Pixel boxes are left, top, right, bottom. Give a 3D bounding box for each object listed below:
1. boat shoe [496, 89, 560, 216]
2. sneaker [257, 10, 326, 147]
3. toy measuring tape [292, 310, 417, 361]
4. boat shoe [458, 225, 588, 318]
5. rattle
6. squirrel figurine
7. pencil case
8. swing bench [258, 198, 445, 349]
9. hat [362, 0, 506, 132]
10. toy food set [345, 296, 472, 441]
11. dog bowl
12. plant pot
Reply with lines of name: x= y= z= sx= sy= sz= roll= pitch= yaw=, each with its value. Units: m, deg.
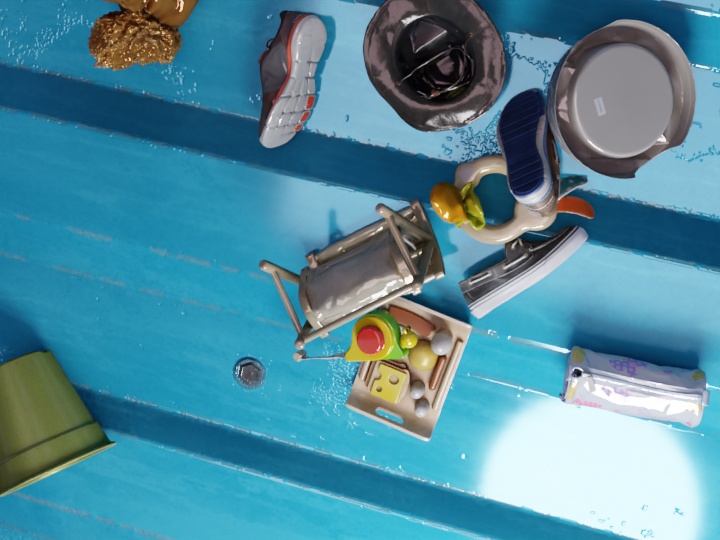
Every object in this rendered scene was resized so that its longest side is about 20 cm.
boat shoe: x=0.228 y=-0.154 z=1.253 sx=0.072 sy=0.201 sz=0.072 roll=-18 pitch=137 yaw=29
sneaker: x=-0.112 y=-0.278 z=1.353 sx=0.082 sy=0.077 sz=0.201 roll=32 pitch=110 yaw=32
toy measuring tape: x=-0.011 y=0.096 z=1.376 sx=0.198 sy=0.074 sz=0.074 roll=-4 pitch=103 yaw=25
boat shoe: x=0.225 y=-0.012 z=1.328 sx=0.199 sy=0.072 sz=0.071 roll=-36 pitch=86 yaw=14
rattle: x=0.211 y=-0.102 z=1.272 sx=0.198 sy=0.143 sz=0.131 roll=10 pitch=75 yaw=20
squirrel figurine: x=-0.312 y=-0.373 z=1.300 sx=0.140 sy=0.187 sz=0.202 roll=12 pitch=107 yaw=10
pencil case: x=0.385 y=0.163 z=1.327 sx=0.198 sy=0.091 sz=0.084 roll=11 pitch=66 yaw=9
swing bench: x=0.000 y=0.000 z=1.311 sx=0.198 sy=0.200 sz=0.131 roll=-26 pitch=86 yaw=18
hat: x=0.106 y=-0.295 z=1.281 sx=0.199 sy=0.081 sz=0.202 roll=5 pitch=114 yaw=11
toy food set: x=0.071 y=0.143 z=1.410 sx=0.142 sy=0.060 sz=0.201 roll=21 pitch=107 yaw=7
dog bowl: x=0.333 y=-0.220 z=1.220 sx=0.198 sy=0.059 sz=0.202 roll=-1 pitch=97 yaw=-12
plant pot: x=-0.526 y=0.237 z=1.525 sx=0.199 sy=0.200 sz=0.191 roll=-26 pitch=84 yaw=18
